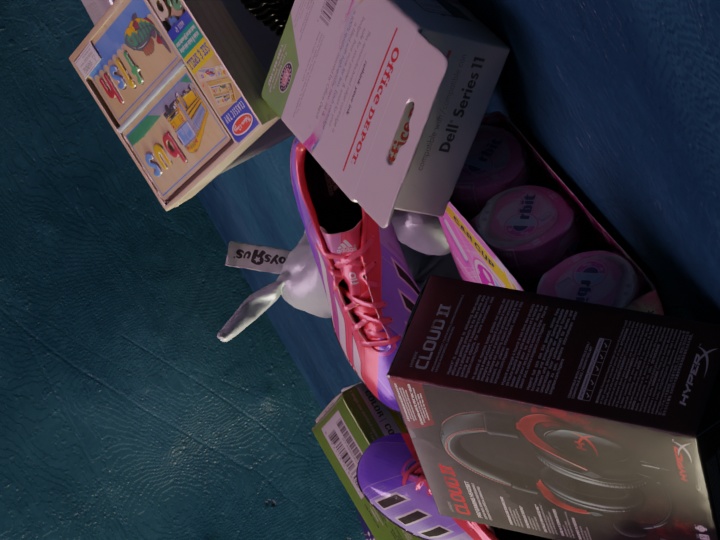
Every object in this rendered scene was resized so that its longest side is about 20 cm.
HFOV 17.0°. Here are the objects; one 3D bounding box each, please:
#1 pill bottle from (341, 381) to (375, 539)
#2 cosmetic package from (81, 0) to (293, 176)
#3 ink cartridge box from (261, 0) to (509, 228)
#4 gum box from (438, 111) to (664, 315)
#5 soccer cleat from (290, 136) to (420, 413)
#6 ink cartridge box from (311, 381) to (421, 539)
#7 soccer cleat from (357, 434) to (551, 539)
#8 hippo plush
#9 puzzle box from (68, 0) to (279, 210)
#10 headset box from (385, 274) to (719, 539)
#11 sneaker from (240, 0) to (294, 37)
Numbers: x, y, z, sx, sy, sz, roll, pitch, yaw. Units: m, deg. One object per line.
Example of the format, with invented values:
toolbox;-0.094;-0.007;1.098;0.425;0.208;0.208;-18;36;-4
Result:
pill bottle;0.053;0.168;1.719;0.111;0.110;0.201;145;108;-82
cosmetic package;-0.096;-0.179;1.782;0.167;0.167;0.200;62;173;-9
ink cartridge box;0.020;-0.111;1.448;0.200;0.067;0.118;51;125;53
gum box;0.113;0.003;1.463;0.200;0.066;0.114;54;171;43
soccer cleat;0.000;0.000;1.550;0.073;0.068;0.201;-21;-87;-80
ink cartridge box;0.091;0.115;1.639;0.148;0.199;0.076;59;153;10
soccer cleat;0.074;0.144;1.487;0.199;0.068;0.073;25;168;33
hippo plush;0.010;-0.048;1.688;0.161;0.199;0.160;101;174;-50
puzzle box;-0.126;-0.126;1.623;0.133;0.025;0.200;57;152;1
headset box;0.112;0.085;1.342;0.199;0.075;0.149;10;146;23
sneaker;-0.039;-0.208;1.587;0.200;0.070;0.090;48;-150;-63
